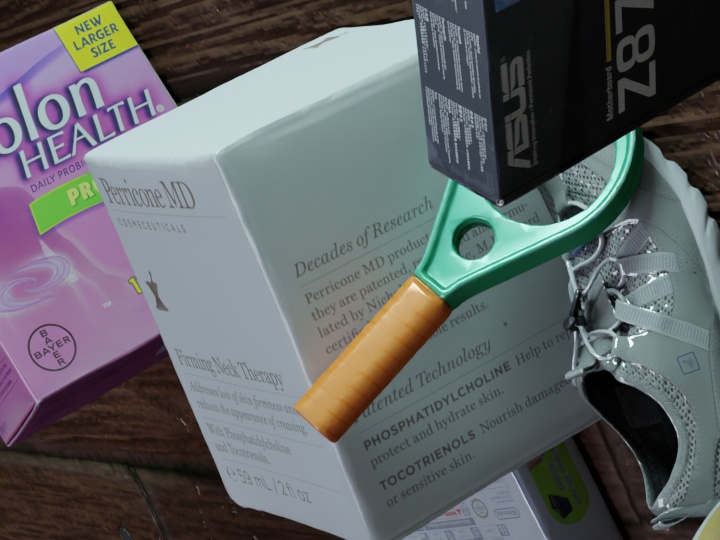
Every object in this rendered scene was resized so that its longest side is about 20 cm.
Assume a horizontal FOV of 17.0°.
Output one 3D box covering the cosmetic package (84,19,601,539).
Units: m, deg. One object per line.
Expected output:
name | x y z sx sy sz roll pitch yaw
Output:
cosmetic package | 0.000 0.000 1.168 0.167 0.166 0.200 5 120 63

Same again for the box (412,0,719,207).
box | 0.088 -0.145 0.885 0.049 0.161 0.200 34 142 42

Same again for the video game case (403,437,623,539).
video game case | 0.077 0.158 1.325 0.182 0.045 0.200 64 153 -4

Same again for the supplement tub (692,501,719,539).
supplement tub | 0.211 0.128 0.952 0.146 0.145 0.200 55 152 12

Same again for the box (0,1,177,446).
box | -0.181 -0.029 1.449 0.200 0.176 0.097 58 154 8

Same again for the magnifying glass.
magnifying glass | 0.046 -0.006 1.059 0.080 0.200 0.022 40 179 28

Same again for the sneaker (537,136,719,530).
sneaker | 0.122 0.020 1.063 0.200 0.082 0.075 62 154 18
